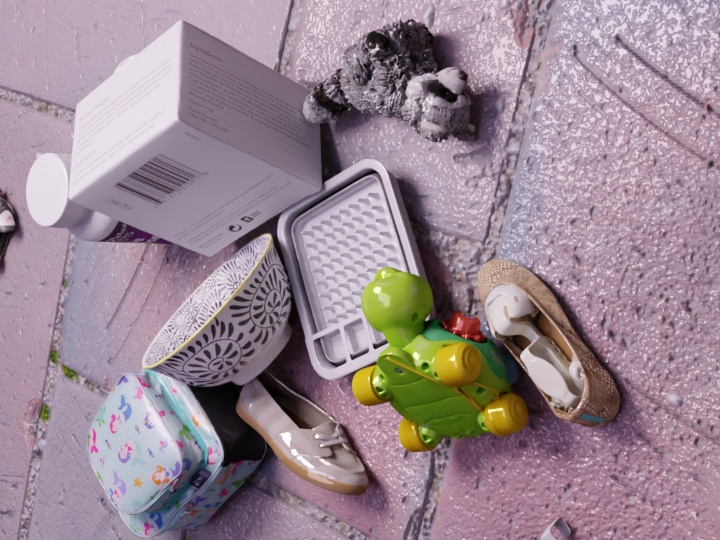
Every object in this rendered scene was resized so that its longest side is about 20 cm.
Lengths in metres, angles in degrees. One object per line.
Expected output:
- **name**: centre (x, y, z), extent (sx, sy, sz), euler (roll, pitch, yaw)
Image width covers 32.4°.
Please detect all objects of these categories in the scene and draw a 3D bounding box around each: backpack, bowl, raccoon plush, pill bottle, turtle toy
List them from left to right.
- **pill bottle**: centre (-0.281, -0.087, 1.443), extent (0.112, 0.200, 0.113), euler (-1, 88, 43)
- **backpack**: centre (-0.225, 0.209, 1.436), extent (0.178, 0.150, 0.200), euler (54, 127, 26)
- **bowl**: centre (-0.138, 0.063, 1.364), extent (0.094, 0.201, 0.201), euler (45, 127, -14)
- **raccoon plush**: centre (0.037, -0.161, 1.263), extent (0.200, 0.097, 0.134), euler (-39, 74, 56)
- **turtle toy**: centre (0.070, 0.084, 1.173), extent (0.146, 0.200, 0.101), euler (-18, 35, 40)

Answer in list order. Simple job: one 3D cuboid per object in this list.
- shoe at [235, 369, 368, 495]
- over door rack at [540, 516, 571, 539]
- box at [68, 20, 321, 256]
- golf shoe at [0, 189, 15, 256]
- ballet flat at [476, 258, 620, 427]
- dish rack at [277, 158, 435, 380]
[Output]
- **shoe**: centre (-0.064, 0.173, 1.337), extent (0.200, 0.070, 0.054), euler (34, 114, 36)
- **over door rack**: centre (0.175, 0.354, 1.132), extent (0.148, 0.067, 0.200), euler (-47, 61, 29)
- **box**: centre (-0.177, -0.135, 1.337), extent (0.199, 0.200, 0.131), euler (-28, 53, 38)
- **golf shoe**: centre (-0.560, -0.026, 1.772), extent (0.200, 0.073, 0.092), euler (-50, 61, 29)
- **ballet flat**: centre (0.162, 0.062, 1.146), extent (0.200, 0.065, 0.071), euler (50, 120, 30)
- **dish rack**: centre (0.000, 0.000, 1.303), extent (0.171, 0.043, 0.201), euler (-28, 72, 38)
